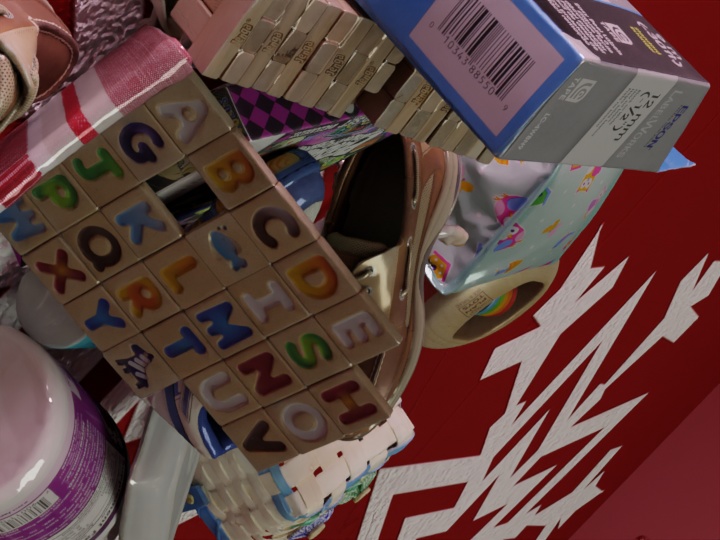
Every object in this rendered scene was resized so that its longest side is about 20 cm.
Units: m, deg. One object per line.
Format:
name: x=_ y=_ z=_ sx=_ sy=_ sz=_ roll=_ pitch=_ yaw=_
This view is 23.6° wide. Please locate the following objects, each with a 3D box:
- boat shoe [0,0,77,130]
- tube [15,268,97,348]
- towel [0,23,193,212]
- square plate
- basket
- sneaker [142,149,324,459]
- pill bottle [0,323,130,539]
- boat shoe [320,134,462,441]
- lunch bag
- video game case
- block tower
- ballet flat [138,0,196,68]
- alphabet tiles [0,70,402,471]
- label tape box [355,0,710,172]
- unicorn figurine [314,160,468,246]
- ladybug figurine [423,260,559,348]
boat shoe: x=-0.171 y=-0.082 z=0.711 sx=0.076 sy=0.072 sz=0.200 roll=-53 pitch=167 yaw=17
tube: x=-0.141 y=0.019 z=1.034 sx=0.077 sy=0.050 sz=0.200 roll=-51 pitch=168 yaw=8
towel: x=-0.161 y=-0.040 z=0.779 sx=0.200 sy=0.023 sz=0.144 roll=-39 pitch=-166 yaw=-1
square plate: x=-0.111 y=0.090 z=1.090 sx=0.200 sy=0.028 sz=0.198 roll=107 pitch=0 yaw=-58
basket: x=-0.074 y=0.131 z=1.270 sx=0.176 sy=0.139 sz=0.200 roll=-33 pitch=-169 yaw=-36
sneaker: x=-0.055 y=0.021 z=0.914 sx=0.075 sy=0.088 sz=0.200 roll=-27 pitch=159 yaw=-42
pill bottle: x=-0.197 y=0.109 z=0.992 sx=0.112 sy=0.112 sz=0.200 roll=-44 pitch=160 yaw=-9
boat shoe: x=0.000 y=0.000 z=1.022 sx=0.072 sy=0.076 sz=0.200 roll=28 pitch=73 yaw=-60
lunch bag: x=0.126 y=-0.093 z=1.261 sx=0.170 sy=0.122 sz=0.200 roll=-17 pitch=149 yaw=-53
video game case: x=-0.065 y=-0.064 z=0.934 sx=0.181 sy=0.036 sz=0.200 roll=-24 pitch=177 yaw=37
block tower: x=0.000 y=-0.106 z=0.828 sx=0.200 sy=0.058 sz=0.054 roll=12 pitch=122 yaw=-47
ballet flat: x=-0.068 y=-0.166 z=0.815 sx=0.072 sy=0.072 sz=0.200 roll=-33 pitch=155 yaw=-34
alphabet tiles: x=-0.078 y=0.013 z=0.864 sx=0.167 sy=0.200 sz=0.008 roll=-26 pitch=-162 yaw=37
label tape box: x=0.090 y=-0.118 z=0.829 sx=0.200 sy=0.143 sz=0.066 roll=-3 pitch=138 yaw=-54
unicorn figurine: x=0.001 y=-0.032 z=1.151 sx=0.137 sy=0.074 sz=0.200 roll=-4 pitch=147 yaw=-46
ladybug figurine: x=0.093 y=0.006 z=1.426 sx=0.136 sy=0.072 sz=0.200 roll=-37 pitch=166 yaw=10
